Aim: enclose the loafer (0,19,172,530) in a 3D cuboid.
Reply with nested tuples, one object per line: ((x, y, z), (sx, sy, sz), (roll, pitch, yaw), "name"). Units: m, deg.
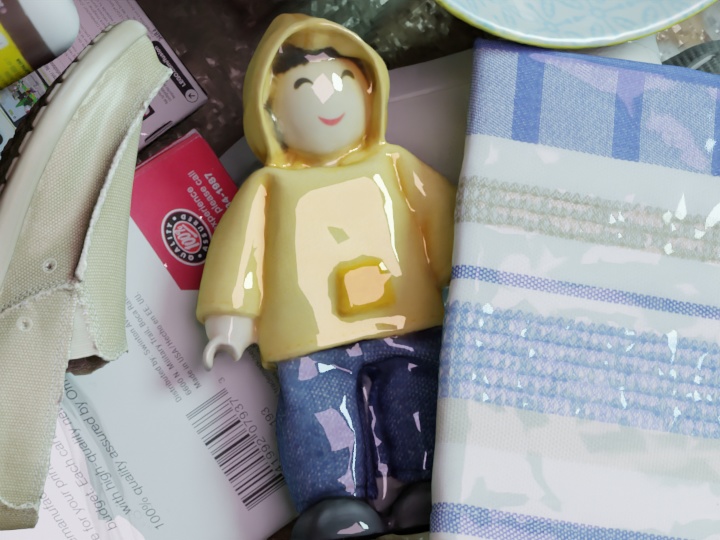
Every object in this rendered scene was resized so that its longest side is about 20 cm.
((-0.110, 0.006, 1.028), (0.068, 0.076, 0.200), (27, 76, -12), "loafer")

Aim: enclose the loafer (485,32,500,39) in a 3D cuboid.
((0.081, -0.091, 1.205), (0.068, 0.076, 0.200), (35, 56, -35), "loafer")

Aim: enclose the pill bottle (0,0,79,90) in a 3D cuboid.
((-0.210, -0.082, 1.050), (0.200, 0.109, 0.109), (-30, 90, -1), "pill bottle")

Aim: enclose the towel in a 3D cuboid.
((0.101, 0.019, 1.056), (0.147, 0.024, 0.200), (8, 71, -9), "towel")

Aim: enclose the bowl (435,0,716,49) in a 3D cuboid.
((0.070, -0.193, 1.080), (0.200, 0.108, 0.201), (-10, 116, -21), "bowl")

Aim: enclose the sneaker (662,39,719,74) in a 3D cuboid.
((0.122, -0.008, 1.229), (0.080, 0.070, 0.200), (41, 65, -29), "sneaker")

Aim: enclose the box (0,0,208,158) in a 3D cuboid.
((-0.163, -0.115, 1.143), (0.110, 0.035, 0.200), (-38, 94, -25), "box")

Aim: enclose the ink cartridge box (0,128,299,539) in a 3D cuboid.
((-0.109, 0.064, 1.097), (0.200, 0.083, 0.145), (-34, 92, -25), "ink cartridge box")

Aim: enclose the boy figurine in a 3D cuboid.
((0.000, 0.000, 1.072), (0.124, 0.064, 0.200), (-6, 82, -6), "boy figurine")

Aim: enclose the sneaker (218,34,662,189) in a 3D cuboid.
((0.026, -0.032, 1.128), (0.073, 0.200, 0.085), (34, 40, -59), "sneaker")
